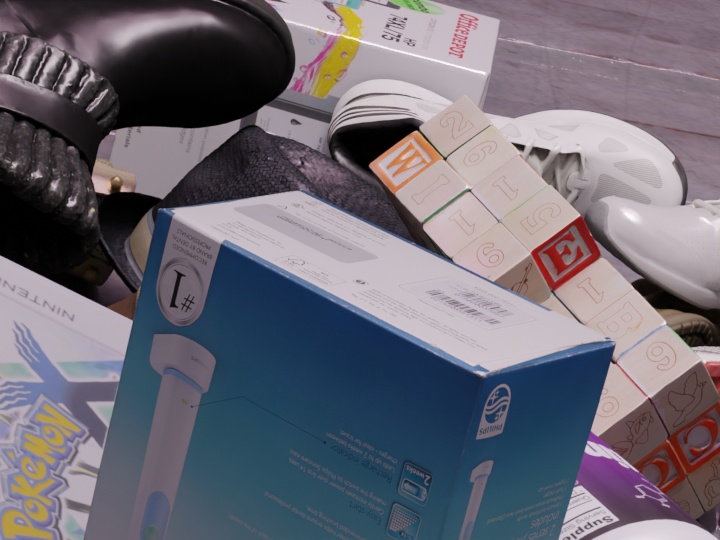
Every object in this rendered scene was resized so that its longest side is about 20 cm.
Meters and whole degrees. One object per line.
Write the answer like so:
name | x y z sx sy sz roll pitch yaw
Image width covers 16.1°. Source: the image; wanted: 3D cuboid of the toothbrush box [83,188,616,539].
toothbrush box | -0.015 0.092 0.885 0.146 0.201 0.085 25 20 33

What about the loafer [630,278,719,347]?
loafer | 0.156 0.046 1.371 0.067 0.076 0.200 22 9 25

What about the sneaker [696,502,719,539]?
sneaker | 0.155 0.112 1.206 0.199 0.075 0.082 23 -15 38

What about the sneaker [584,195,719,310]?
sneaker | 0.209 -0.015 1.365 0.199 0.081 0.070 17 15 -27

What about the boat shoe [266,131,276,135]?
boat shoe | 0.000 0.000 1.388 0.200 0.070 0.066 35 60 4

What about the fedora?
fedora | -0.034 -0.008 1.270 0.200 0.092 0.201 31 15 -9

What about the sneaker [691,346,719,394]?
sneaker | 0.202 0.073 1.315 0.199 0.078 0.082 12 21 -38

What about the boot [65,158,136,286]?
boot | -0.191 -0.042 1.307 0.155 0.073 0.200 21 0 -7

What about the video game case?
video game case | -0.169 0.053 1.004 0.182 0.022 0.200 27 34 -13

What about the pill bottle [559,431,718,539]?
pill bottle | 0.079 0.126 0.997 0.112 0.113 0.200 3 21 -30

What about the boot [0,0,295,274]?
boot | -0.125 -0.070 1.220 0.210 0.080 0.158 3 41 -15

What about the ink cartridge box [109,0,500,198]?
ink cartridge box | -0.032 -0.090 1.497 0.199 0.147 0.147 15 18 0

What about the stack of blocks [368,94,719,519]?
stack of blocks | 0.091 0.020 1.173 0.200 0.058 0.115 51 -5 47

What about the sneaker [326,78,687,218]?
sneaker | 0.075 -0.045 1.360 0.199 0.076 0.115 12 17 3

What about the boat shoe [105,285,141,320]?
boat shoe | -0.103 0.039 1.162 0.201 0.075 0.075 11 17 2
